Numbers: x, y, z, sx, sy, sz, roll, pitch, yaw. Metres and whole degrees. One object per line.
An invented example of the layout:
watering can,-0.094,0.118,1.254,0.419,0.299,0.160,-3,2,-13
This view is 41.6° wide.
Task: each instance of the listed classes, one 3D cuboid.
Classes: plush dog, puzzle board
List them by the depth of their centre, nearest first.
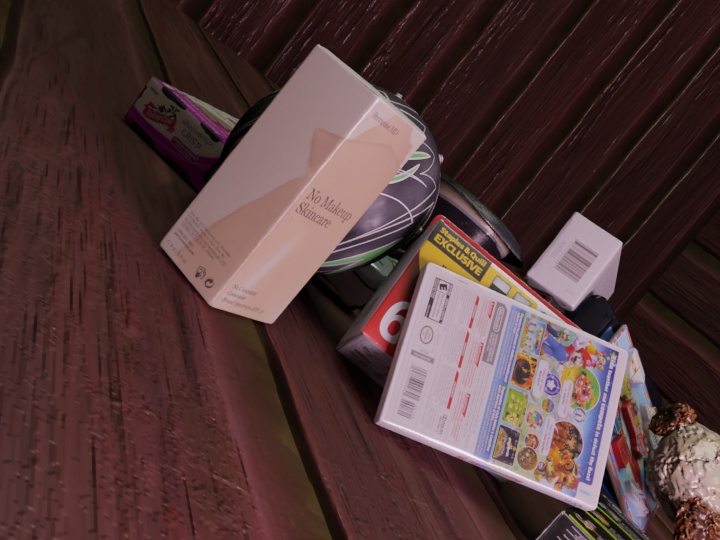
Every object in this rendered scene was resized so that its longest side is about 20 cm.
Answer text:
plush dog,0.356,0.226,0.949,0.171,0.160,0.201,38,34,-35
puzzle board,0.308,0.180,1.073,0.150,0.017,0.202,-31,105,-51

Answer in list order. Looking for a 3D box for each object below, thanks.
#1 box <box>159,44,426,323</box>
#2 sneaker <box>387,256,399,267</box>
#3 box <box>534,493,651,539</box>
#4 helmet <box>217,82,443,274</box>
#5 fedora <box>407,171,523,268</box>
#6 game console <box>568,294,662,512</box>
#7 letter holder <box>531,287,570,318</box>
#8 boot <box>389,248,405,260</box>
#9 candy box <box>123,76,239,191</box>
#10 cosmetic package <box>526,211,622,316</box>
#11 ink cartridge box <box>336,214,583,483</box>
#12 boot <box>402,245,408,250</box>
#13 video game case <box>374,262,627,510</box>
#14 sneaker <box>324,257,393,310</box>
box,-0.052,-0.063,0.740,0.078,0.200,0.095,45,12,28
sneaker,0.000,0.000,1.089,0.091,0.078,0.200,17,15,-45
box,0.249,0.280,0.798,0.200,0.048,0.193,44,13,22
helmet,-0.029,-0.088,0.887,0.199,0.201,0.190,35,-21,-25
fedora,0.112,-0.043,1.204,0.201,0.092,0.201,44,-5,4
game console,0.292,0.160,1.085,0.201,0.171,0.118,55,-16,-27
letter holder,0.227,0.112,1.199,0.200,0.101,0.142,44,-5,-26
boot,0.064,0.015,1.246,0.200,0.073,0.144,41,7,30
candy box,-0.160,-0.137,1.094,0.136,0.061,0.200,43,9,19
cosmetic package,0.269,0.016,1.196,0.071,0.102,0.200,37,-8,21
ink cartridge box,0.111,0.058,0.852,0.200,0.176,0.084,38,-23,-4
boot,0.137,0.041,1.388,0.162,0.073,0.199,32,19,-27
video game case,0.122,0.096,0.788,0.199,0.144,0.018,24,-24,-10
sneaker,-0.049,-0.044,1.031,0.200,0.071,0.073,53,21,17
